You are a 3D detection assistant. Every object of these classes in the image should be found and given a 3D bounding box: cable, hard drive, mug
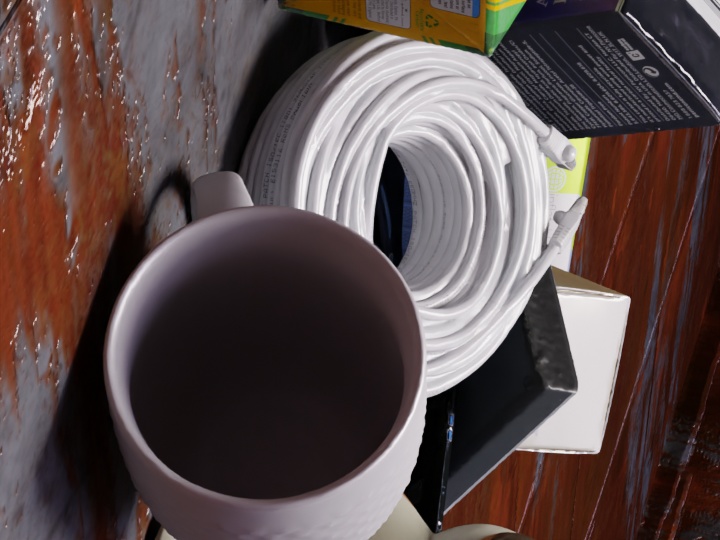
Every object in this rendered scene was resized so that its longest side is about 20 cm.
[{"bbox_3d":[0.019,-0.033,1.561,0.200,0.069,0.200,50,61,-35],"label":"cable"},{"bbox_3d":[0.052,0.061,1.737,0.200,0.033,0.140,-47,-136,44],"label":"hard drive"},{"bbox_3d":[-0.049,0.048,1.393,0.175,0.147,0.201,88,-13,-67],"label":"mug"}]

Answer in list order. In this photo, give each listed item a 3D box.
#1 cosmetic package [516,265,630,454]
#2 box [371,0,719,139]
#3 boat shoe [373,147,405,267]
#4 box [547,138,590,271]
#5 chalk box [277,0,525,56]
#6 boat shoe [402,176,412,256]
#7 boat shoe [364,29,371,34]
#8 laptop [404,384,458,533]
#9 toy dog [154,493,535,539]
[{"bbox_3d":[0.076,0.038,1.808,0.200,0.071,0.106,26,-72,56],"label":"cosmetic package"},{"bbox_3d":[0.125,-0.160,1.624,0.104,0.200,0.148,42,60,-33],"label":"box"},{"bbox_3d":[-0.017,-0.007,1.640,0.069,0.084,0.201,21,65,-71],"label":"boat shoe"},{"bbox_3d":[0.098,-0.024,1.908,0.122,0.047,0.201,-142,-121,-66],"label":"box"},{"bbox_3d":[0.049,-0.224,1.512,0.200,0.123,0.125,-57,155,-44],"label":"chalk box"},{"bbox_3d":[0.000,0.000,1.729,0.072,0.072,0.201,-80,-175,-86],"label":"boat shoe"},{"bbox_3d":[0.051,-0.144,1.779,0.201,0.073,0.063,-9,104,-70],"label":"boat shoe"},{"bbox_3d":[0.033,0.196,1.713,0.177,0.103,0.201,-34,-140,48],"label":"laptop"},{"bbox_3d":[0.011,0.169,1.557,0.194,0.199,0.140,-55,159,-38],"label":"toy dog"}]
